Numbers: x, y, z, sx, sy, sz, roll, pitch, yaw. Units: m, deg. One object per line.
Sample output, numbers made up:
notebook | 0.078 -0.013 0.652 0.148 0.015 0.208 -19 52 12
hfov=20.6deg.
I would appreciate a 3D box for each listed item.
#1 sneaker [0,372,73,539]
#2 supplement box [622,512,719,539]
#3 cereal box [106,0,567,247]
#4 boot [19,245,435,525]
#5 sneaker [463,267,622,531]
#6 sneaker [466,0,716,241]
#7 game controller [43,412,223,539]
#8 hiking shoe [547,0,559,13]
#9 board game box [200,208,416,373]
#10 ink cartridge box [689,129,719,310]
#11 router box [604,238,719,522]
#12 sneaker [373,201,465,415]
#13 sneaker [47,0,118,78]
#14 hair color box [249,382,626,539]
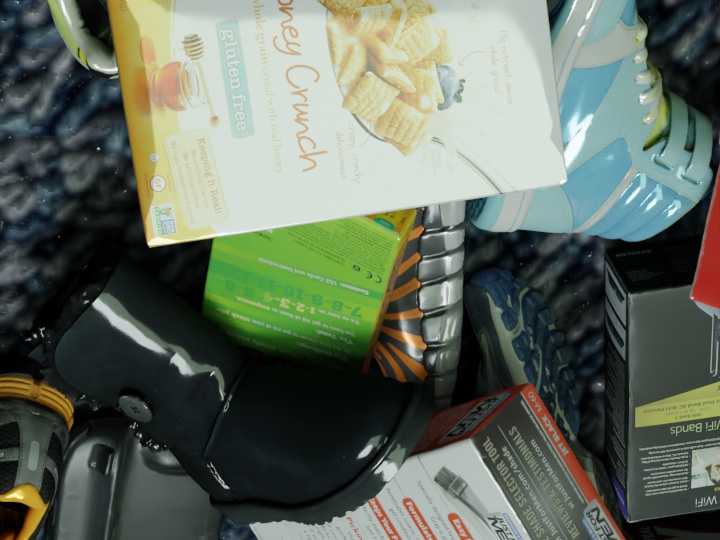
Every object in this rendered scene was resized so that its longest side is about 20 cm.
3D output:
sneaker | -0.220 0.145 1.091 0.078 0.078 0.200 17 127 -22
supplement box | 0.226 0.265 1.215 0.198 0.133 0.198 -4 118 -8
cereal box | -0.011 -0.097 0.910 0.199 0.040 0.145 -9 102 -3
boot | -0.076 0.056 1.022 0.168 0.200 0.077 41 60 -18
sneaker | 0.083 0.097 1.131 0.085 0.077 0.201 -12 107 20
sneaker | 0.142 -0.102 1.038 0.130 0.080 0.201 11 125 -14
game controller | -0.135 0.172 1.159 0.104 0.042 0.201 -2 120 -26
hiking shoe | -0.001 -0.135 0.977 0.198 0.101 0.076 -5 97 -2
board game box | -0.034 0.014 1.029 0.095 0.030 0.201 27 142 8
ink cartridge box | 0.282 -0.041 1.058 0.199 0.045 0.177 19 72 -19
router box | 0.243 0.055 1.153 0.198 0.052 0.158 -7 119 -7
sneaker | 0.000 0.000 1.075 0.111 0.078 0.201 1 117 1
sneaker | -0.129 -0.186 0.942 0.075 0.077 0.201 -16 118 0
hair color box | 0.037 0.142 1.077 0.199 0.064 0.111 -22 102 49
